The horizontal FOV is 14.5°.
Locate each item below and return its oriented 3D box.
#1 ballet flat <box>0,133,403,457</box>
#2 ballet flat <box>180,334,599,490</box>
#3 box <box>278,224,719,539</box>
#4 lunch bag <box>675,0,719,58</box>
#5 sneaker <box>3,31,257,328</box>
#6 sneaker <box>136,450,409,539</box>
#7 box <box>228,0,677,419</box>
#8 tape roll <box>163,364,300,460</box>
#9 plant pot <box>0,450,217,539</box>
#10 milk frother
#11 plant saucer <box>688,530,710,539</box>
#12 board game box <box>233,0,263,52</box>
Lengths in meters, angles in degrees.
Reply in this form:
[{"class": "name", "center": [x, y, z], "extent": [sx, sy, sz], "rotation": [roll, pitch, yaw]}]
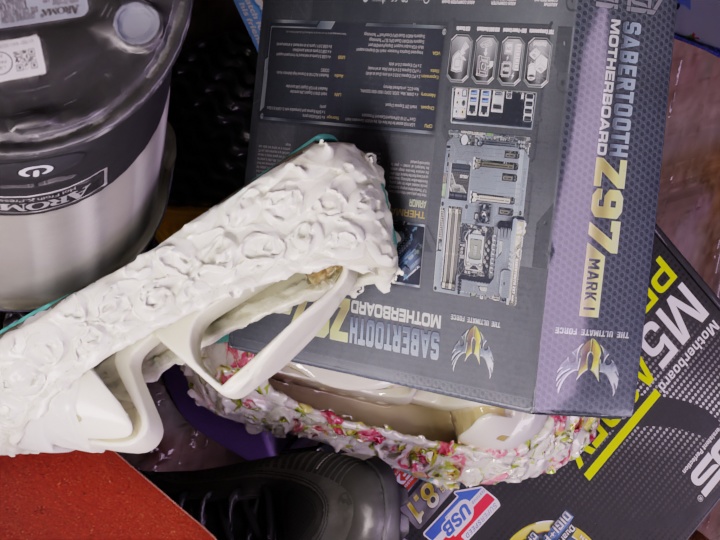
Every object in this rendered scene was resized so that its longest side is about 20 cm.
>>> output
[{"class": "ballet flat", "center": [-0.072, 0.025, 1.007], "extent": [0.200, 0.072, 0.072], "rotation": [-32, 144, 7]}, {"class": "ballet flat", "center": [0.022, 0.050, 1.181], "extent": [0.199, 0.064, 0.076], "rotation": [8, 78, -23]}, {"class": "box", "center": [0.084, 0.070, 1.268], "extent": [0.160, 0.044, 0.200], "rotation": [49, 67, -13]}, {"class": "lunch bag", "center": [0.163, -0.202, 1.275], "extent": [0.124, 0.170, 0.201], "rotation": [27, 90, -52]}, {"class": "sneaker", "center": [-0.088, -0.014, 1.175], "extent": [0.200, 0.070, 0.090], "rotation": [-55, 177, -29]}, {"class": "sneaker", "center": [-0.065, 0.112, 1.180], "extent": [0.090, 0.200, 0.067], "rotation": [6, 78, -39]}, {"class": "box", "center": [0.029, -0.036, 1.037], "extent": [0.051, 0.200, 0.158], "rotation": [5, 92, -34]}, {"class": "tape roll", "center": [0.000, 0.000, 1.284], "extent": [0.200, 0.066, 0.201], "rotation": [-32, 135, -39]}, {"class": "plant pot", "center": [-0.177, 0.167, 1.064], "extent": [0.176, 0.200, 0.201], "rotation": [-20, 127, -32]}, {"class": "milk frother", "center": [-0.144, -0.110, 0.972], "extent": [0.188, 0.180, 0.201], "rotation": [112, -15, -73]}, {"class": "plant saucer", "center": [0.084, 0.186, 1.323], "extent": [0.037, 0.200, 0.200], "rotation": [49, 67, -15]}, {"class": "board game box", "center": [0.018, -0.115, 1.182], "extent": [0.151, 0.037, 0.201], "rotation": [-43, 116, -37]}]
